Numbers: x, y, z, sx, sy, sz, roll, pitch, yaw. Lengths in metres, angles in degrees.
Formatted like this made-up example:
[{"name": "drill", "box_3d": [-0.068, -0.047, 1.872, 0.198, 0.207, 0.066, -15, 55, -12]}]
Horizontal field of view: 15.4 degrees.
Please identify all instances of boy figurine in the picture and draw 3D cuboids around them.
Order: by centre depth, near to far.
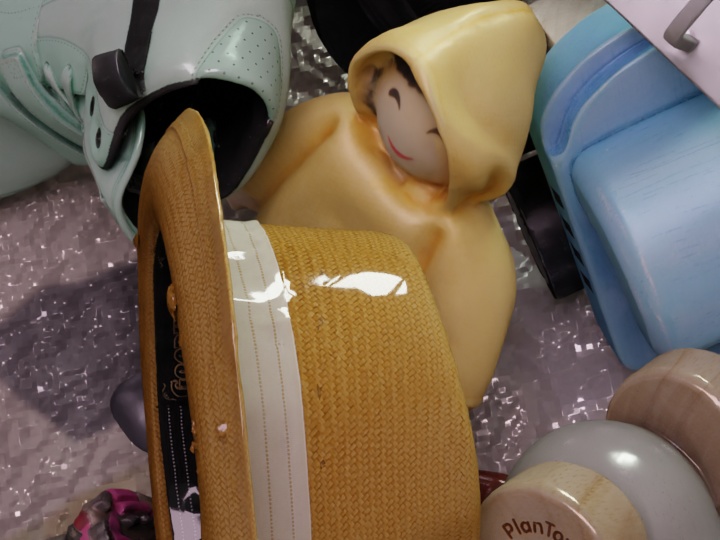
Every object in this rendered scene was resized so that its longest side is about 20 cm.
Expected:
[{"name": "boy figurine", "box_3d": [0.000, 0.000, 0.822, 0.064, 0.200, 0.124, -14, 61, -44]}]

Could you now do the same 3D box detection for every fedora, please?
[{"name": "fedora", "box_3d": [-0.014, 0.052, 0.743, 0.082, 0.201, 0.201, -5, 68, -9]}]

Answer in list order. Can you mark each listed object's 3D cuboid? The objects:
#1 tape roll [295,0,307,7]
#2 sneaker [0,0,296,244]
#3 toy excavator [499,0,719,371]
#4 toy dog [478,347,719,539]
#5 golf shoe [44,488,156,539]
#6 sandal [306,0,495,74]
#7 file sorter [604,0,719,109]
[{"name": "tape roll", "box_3d": [-0.064, -0.156, 0.875, 0.200, 0.200, 0.066, -14, 64, 4]}, {"name": "sneaker", "box_3d": [-0.093, -0.049, 0.855, 0.200, 0.074, 0.118, -36, 40, 41]}, {"name": "toy excavator", "box_3d": [0.120, 0.015, 0.827, 0.100, 0.195, 0.200, -23, 40, 0]}, {"name": "toy dog", "box_3d": [0.072, 0.123, 0.787, 0.096, 0.132, 0.200, -1, 90, 43]}, {"name": "golf shoe", "box_3d": [-0.056, 0.172, 0.833, 0.092, 0.073, 0.200, -40, 65, 20]}, {"name": "sandal", "box_3d": [0.021, -0.113, 0.845, 0.075, 0.201, 0.048, -18, 55, -9]}, {"name": "file sorter", "box_3d": [0.130, -0.108, 0.720, 0.200, 0.125, 0.139, 44, 98, 4]}]
